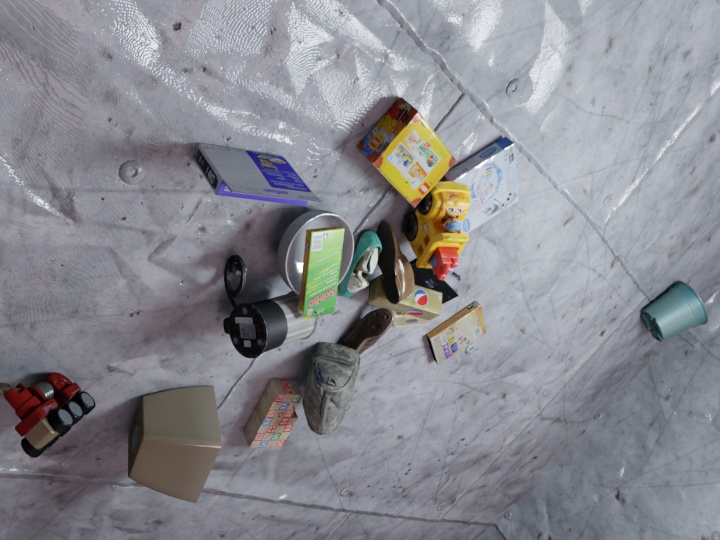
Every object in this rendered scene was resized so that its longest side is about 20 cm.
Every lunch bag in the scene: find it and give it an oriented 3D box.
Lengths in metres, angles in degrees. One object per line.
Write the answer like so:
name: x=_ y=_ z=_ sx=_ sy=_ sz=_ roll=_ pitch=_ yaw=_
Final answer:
lunch bag: x=-0.083 y=0.320 z=1.658 sx=0.135 sy=0.170 sz=0.204 roll=13 pitch=125 yaw=0

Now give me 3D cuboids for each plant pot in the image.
plant pot: x=1.288 y=0.181 z=2.544 sx=0.192 sy=0.202 sz=0.202 roll=-29 pitch=137 yaw=0
plant pot: x=-0.458 y=0.407 z=1.483 sx=0.173 sy=0.202 sz=0.203 roll=15 pitch=117 yaw=-28

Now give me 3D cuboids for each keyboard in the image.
keyboard: x=0.206 y=0.021 z=1.661 sx=0.125 sy=0.021 sz=0.199 roll=-27 pitch=134 yaw=26

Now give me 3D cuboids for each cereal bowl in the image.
cereal bowl: x=-0.112 y=-0.045 z=1.405 sx=0.197 sy=0.082 sz=0.206 roll=-20 pitch=121 yaw=-36

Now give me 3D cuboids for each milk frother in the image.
milk frother: x=-0.213 y=0.068 z=1.397 sx=0.186 sy=0.177 sz=0.206 roll=-14 pitch=118 yaw=-57

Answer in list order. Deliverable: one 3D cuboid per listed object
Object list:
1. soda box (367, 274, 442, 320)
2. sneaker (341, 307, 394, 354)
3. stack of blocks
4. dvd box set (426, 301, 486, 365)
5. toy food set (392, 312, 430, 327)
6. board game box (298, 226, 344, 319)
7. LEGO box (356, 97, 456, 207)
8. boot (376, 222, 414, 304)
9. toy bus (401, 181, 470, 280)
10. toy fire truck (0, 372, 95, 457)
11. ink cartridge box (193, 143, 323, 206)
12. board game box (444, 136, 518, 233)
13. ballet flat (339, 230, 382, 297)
soda box: x=0.120 y=0.074 z=1.639 sx=0.195 sy=0.066 sz=0.067 roll=16 pitch=156 yaw=-22
sneaker: x=0.027 y=0.169 z=1.706 sx=0.199 sy=0.072 sz=0.075 roll=-40 pitch=160 yaw=24
stack of blocks: x=-0.235 y=0.401 z=1.720 sx=0.113 sy=0.059 sz=0.203 roll=10 pitch=118 yaw=-40
dvd box set: x=0.309 y=0.201 z=1.964 sx=0.197 sy=0.030 sz=0.148 roll=-33 pitch=136 yaw=-8
toy food set: x=0.176 y=0.075 z=1.744 sx=0.140 sy=0.061 sz=0.204 roll=-2 pitch=125 yaw=-34
board game box: x=-0.088 y=0.006 z=1.373 sx=0.094 sy=0.030 sz=0.206 roll=-9 pitch=113 yaw=-41
LEGO box: x=0.109 y=-0.264 z=1.402 sx=0.149 sy=0.077 sz=0.199 roll=-46 pitch=138 yaw=7
boot: x=0.089 y=-0.025 z=1.561 sx=0.074 sy=0.073 sz=0.206 roll=-20 pitch=105 yaw=-39
toy bus: x=0.203 y=-0.087 z=1.509 sx=0.132 sy=0.196 sz=0.202 roll=2 pitch=142 yaw=-22
toy fire truck: x=-0.673 y=0.261 z=1.249 sx=0.128 sy=0.176 sz=0.202 roll=-38 pitch=96 yaw=1
ink cartridge box: x=-0.196 y=-0.171 z=1.171 sx=0.194 sy=0.200 sz=0.044 roll=3 pitch=122 yaw=-36
board game box: x=0.323 y=-0.217 z=1.619 sx=0.196 sy=0.044 sz=0.203 roll=-32 pitch=137 yaw=-9
ballet flat: x=0.000 y=0.000 z=1.548 sx=0.066 sy=0.071 sz=0.204 roll=4 pitch=122 yaw=-34
